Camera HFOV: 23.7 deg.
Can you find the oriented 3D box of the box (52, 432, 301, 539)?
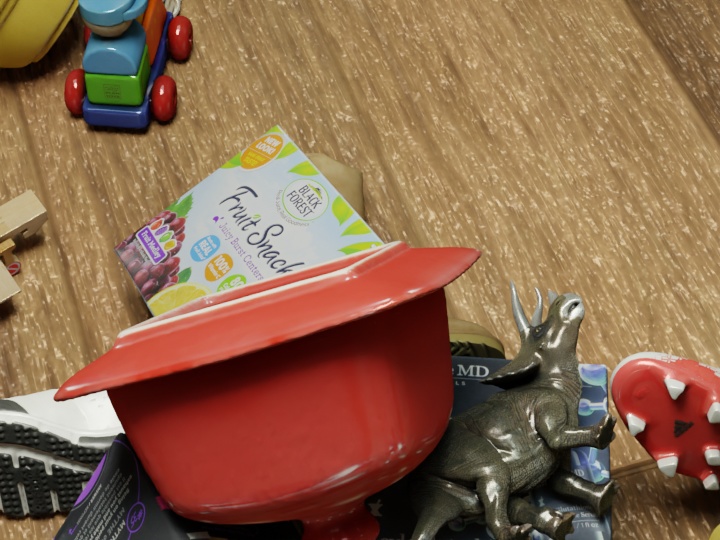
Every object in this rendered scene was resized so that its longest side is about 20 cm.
[{"bbox_3d":[-0.083,0.198,0.897,0.105,0.123,0.200,22,19,-36],"label":"box"}]

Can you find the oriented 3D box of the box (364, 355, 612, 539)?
[{"bbox_3d":[0.069,0.159,0.991,0.147,0.108,0.201,3,47,3],"label":"box"}]

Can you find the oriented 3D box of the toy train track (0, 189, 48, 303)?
[{"bbox_3d":[-0.305,0.009,1.179,0.199,0.033,0.115,-31,62,-18],"label":"toy train track"}]

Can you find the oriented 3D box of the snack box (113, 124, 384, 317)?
[{"bbox_3d":[-0.063,0.003,1.084,0.142,0.053,0.200,-36,37,-4],"label":"snack box"}]

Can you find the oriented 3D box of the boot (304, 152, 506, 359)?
[{"bbox_3d":[0.000,0.000,1.162,0.173,0.067,0.201,-4,47,-4],"label":"boot"}]

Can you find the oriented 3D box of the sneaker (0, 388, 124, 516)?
[{"bbox_3d":[-0.170,0.104,1.076,0.198,0.074,0.080,2,33,-4],"label":"sneaker"}]

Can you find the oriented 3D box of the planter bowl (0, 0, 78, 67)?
[{"bbox_3d":[-0.261,-0.219,1.314,0.083,0.200,0.202,30,45,-20],"label":"planter bowl"}]

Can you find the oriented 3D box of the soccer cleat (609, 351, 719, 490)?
[{"bbox_3d":[0.233,0.094,1.042,0.199,0.069,0.086,26,35,-16],"label":"soccer cleat"}]

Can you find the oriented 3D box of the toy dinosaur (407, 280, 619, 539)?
[{"bbox_3d":[0.075,0.105,0.933,0.102,0.077,0.200,25,59,39],"label":"toy dinosaur"}]

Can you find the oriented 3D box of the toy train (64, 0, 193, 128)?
[{"bbox_3d":[-0.174,-0.215,1.318,0.084,0.116,0.201,5,48,4],"label":"toy train"}]

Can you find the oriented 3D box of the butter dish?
[{"bbox_3d":[-0.028,0.077,0.889,0.198,0.149,0.199,-15,3,16],"label":"butter dish"}]

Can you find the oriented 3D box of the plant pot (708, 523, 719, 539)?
[{"bbox_3d":[0.275,0.236,0.880,0.198,0.201,0.191,6,64,5],"label":"plant pot"}]
